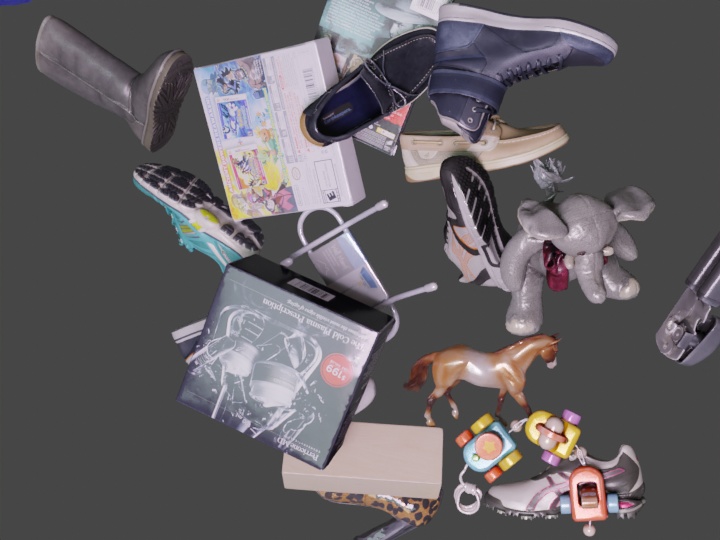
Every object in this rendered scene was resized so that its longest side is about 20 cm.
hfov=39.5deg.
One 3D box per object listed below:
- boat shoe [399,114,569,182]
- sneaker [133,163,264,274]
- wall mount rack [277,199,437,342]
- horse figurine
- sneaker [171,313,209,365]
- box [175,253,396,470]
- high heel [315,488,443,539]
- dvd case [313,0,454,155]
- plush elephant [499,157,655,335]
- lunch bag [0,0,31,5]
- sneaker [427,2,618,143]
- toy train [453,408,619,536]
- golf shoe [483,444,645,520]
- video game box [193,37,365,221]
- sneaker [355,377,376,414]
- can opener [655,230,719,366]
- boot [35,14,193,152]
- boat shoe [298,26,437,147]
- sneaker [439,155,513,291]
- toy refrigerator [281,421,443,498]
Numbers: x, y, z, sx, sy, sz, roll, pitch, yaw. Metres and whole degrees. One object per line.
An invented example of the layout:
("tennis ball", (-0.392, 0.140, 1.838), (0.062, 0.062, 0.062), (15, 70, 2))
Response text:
("boat shoe", (0.141, -0.151, 1.168), (0.199, 0.072, 0.065), (-8, 103, 25))
("sneaker", (-0.221, -0.064, 1.309), (0.200, 0.078, 0.080), (39, 122, 4))
("wall mount rack", (0.000, 0.000, 1.253), (0.173, 0.075, 0.200), (-30, 96, 21))
("horse figurine", (0.147, 0.137, 1.258), (0.199, 0.050, 0.133), (5, 114, 14))
("sneaker", (-0.157, 0.081, 1.326), (0.200, 0.078, 0.080), (-23, 93, 33))
("box", (-0.088, 0.106, 1.204), (0.199, 0.104, 0.183), (24, 102, 9))
("high heel", (0.011, 0.266, 1.338), (0.142, 0.071, 0.200), (-33, 90, 11))
("dvd case", (0.012, -0.258, 1.204), (0.146, 0.022, 0.201), (25, 113, 10))
("plush elephant", (0.238, -0.028, 1.106), (0.164, 0.155, 0.201), (-12, 98, -3))
("lunch bag", (-0.521, -0.410, 1.252), (0.127, 0.170, 0.200), (-40, 92, 23))
("sneaker", (0.172, -0.206, 1.108), (0.201, 0.077, 0.147), (10, 84, 13))
("toy train", (0.207, 0.242, 1.205), (0.199, 0.056, 0.151), (-1, 83, 14))
("golf shoe", (0.253, 0.265, 1.257), (0.199, 0.077, 0.089), (-6, 88, 14))
("video game box", (-0.100, -0.169, 1.234), (0.182, 0.047, 0.201), (-5, 106, 28))
("sneaker", (-0.079, 0.149, 1.297), (0.199, 0.071, 0.081), (-2, 125, 0))
("can opener", (0.410, 0.021, 1.148), (0.067, 0.053, 0.200), (19, 114, -23))
("boot", (-0.315, -0.260, 1.266), (0.200, 0.073, 0.182), (43, 137, 7))
("boat shoe", (0.019, -0.207, 1.144), (0.200, 0.062, 0.075), (-34, 104, -3))
("sneaker", (0.123, -0.048, 1.167), (0.080, 0.074, 0.200), (1, 135, 31))
("toy refrigerator", (0.004, 0.242, 1.286), (0.199, 0.076, 0.070), (3, 150, 1))
